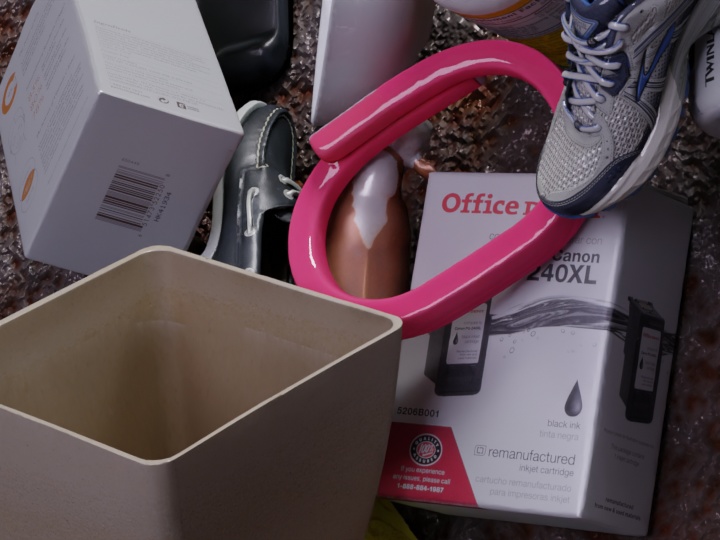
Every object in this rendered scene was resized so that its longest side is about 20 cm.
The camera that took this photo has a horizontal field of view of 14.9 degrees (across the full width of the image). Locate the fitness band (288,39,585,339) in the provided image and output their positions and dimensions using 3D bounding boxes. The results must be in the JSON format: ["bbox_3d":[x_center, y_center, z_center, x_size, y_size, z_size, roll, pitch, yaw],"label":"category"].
[{"bbox_3d":[0.045,-0.045,1.575,0.200,0.037,0.144,-33,61,14],"label":"fitness band"}]

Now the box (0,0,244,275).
[{"bbox_3d":[-0.156,-0.096,1.723,0.124,0.097,0.200,-63,25,25],"label":"box"}]

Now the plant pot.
[{"bbox_3d":[-0.106,0.120,1.541,0.200,0.200,0.177,17,123,38],"label":"plant pot"}]

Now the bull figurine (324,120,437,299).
[{"bbox_3d":[0.000,0.000,1.657,0.065,0.121,0.200,13,66,-5],"label":"bull figurine"}]

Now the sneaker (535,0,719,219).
[{"bbox_3d":[0.135,-0.124,1.469,0.077,0.085,0.200,38,107,44],"label":"sneaker"}]

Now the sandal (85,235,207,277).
[{"bbox_3d":[-0.130,-0.011,1.790,0.082,0.055,0.200,-55,35,1],"label":"sandal"}]

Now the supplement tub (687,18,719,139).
[{"bbox_3d":[0.244,-0.175,1.524,0.122,0.122,0.200,-7,75,35],"label":"supplement tub"}]

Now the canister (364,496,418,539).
[{"bbox_3d":[-0.051,0.229,1.661,0.200,0.087,0.149,-48,56,18],"label":"canister"}]

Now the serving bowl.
[{"bbox_3d":[0.014,-0.184,1.679,0.066,0.200,0.200,6,80,-3],"label":"serving bowl"}]

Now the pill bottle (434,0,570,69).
[{"bbox_3d":[0.094,-0.191,1.587,0.113,0.200,0.113,-10,73,34],"label":"pill bottle"}]

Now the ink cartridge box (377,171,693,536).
[{"bbox_3d":[0.102,0.045,1.595,0.145,0.083,0.200,2,79,36],"label":"ink cartridge box"}]

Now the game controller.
[{"bbox_3d":[-0.093,-0.211,1.839,0.104,0.042,0.200,-7,74,20],"label":"game controller"}]

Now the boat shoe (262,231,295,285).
[{"bbox_3d":[-0.079,0.068,1.719,0.075,0.086,0.202,1,77,35],"label":"boat shoe"}]

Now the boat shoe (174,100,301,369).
[{"bbox_3d":[-0.060,-0.021,1.698,0.060,0.076,0.200,-5,57,25],"label":"boat shoe"}]
